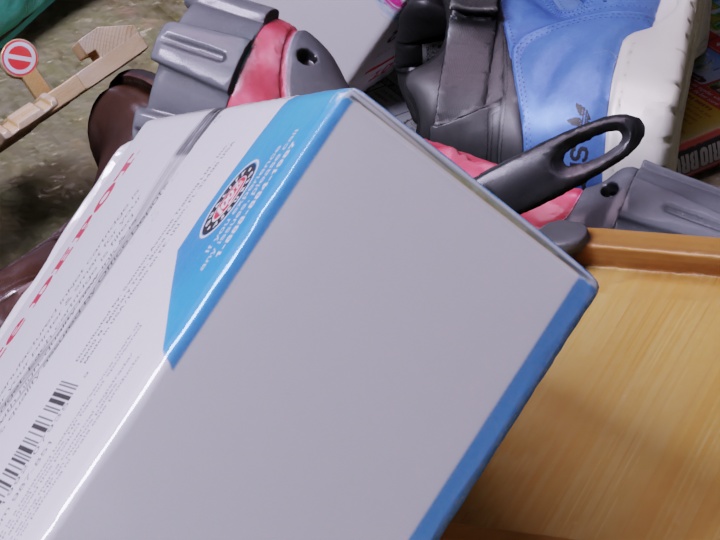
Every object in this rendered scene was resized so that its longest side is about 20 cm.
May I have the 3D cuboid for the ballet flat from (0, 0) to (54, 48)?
[{"bbox_3d":[-0.139,-0.158,1.218,0.067,0.071,0.200,11,36,32],"label":"ballet flat"}]

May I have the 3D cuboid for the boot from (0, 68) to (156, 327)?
[{"bbox_3d":[-0.141,0.007,0.958,0.199,0.065,0.186,-22,30,-10],"label":"boot"}]

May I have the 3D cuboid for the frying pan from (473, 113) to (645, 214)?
[{"bbox_3d":[-0.014,-0.011,0.870,0.190,0.115,0.031,-48,-6,1],"label":"frying pan"}]

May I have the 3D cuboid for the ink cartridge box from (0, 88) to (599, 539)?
[{"bbox_3d":[-0.041,0.037,0.719,0.146,0.084,0.200,-57,15,-9],"label":"ink cartridge box"}]

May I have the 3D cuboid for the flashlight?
[{"bbox_3d":[0.027,-0.033,0.905,0.199,0.068,0.068,18,38,9],"label":"flashlight"}]

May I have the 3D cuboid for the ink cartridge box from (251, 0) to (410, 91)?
[{"bbox_3d":[0.022,-0.138,1.040,0.068,0.200,0.115,46,45,8],"label":"ink cartridge box"}]

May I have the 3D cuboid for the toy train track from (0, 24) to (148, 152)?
[{"bbox_3d":[-0.169,-0.039,1.009,0.200,0.033,0.115,-36,5,-11],"label":"toy train track"}]

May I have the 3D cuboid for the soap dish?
[{"bbox_3d":[0.086,0.063,0.769,0.156,0.082,0.200,5,33,25],"label":"soap dish"}]

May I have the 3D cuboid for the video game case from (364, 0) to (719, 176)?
[{"bbox_3d":[0.099,-0.073,1.056,0.199,0.018,0.143,-22,32,-19],"label":"video game case"}]

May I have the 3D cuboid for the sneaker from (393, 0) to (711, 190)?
[{"bbox_3d":[0.071,-0.095,1.007,0.110,0.077,0.200,7,40,10],"label":"sneaker"}]
